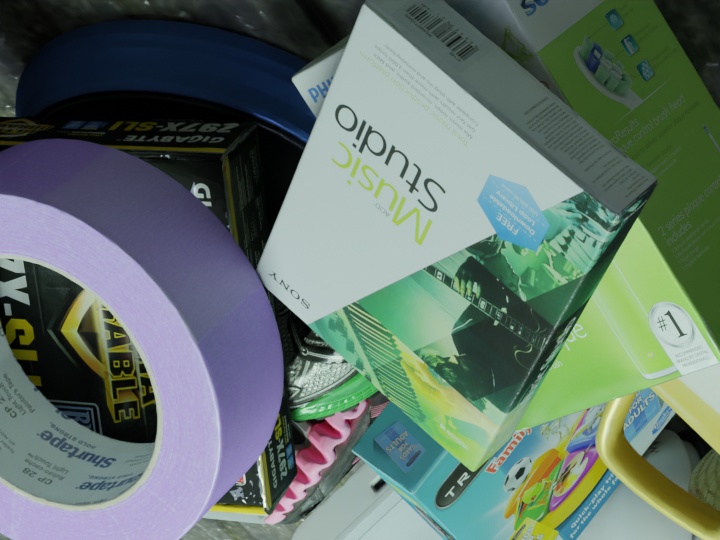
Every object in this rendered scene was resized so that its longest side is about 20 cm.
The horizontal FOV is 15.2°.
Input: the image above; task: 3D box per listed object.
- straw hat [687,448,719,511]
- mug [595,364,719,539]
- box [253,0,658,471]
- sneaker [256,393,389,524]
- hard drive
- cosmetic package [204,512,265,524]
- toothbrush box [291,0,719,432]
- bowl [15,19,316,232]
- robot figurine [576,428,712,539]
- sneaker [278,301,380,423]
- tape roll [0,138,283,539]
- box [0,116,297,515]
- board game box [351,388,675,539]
[{"bbox_3d":[0.267,0.064,1.441,0.201,0.201,0.085,-3,111,27],"label":"straw hat"},{"bbox_3d":[0.186,0.036,1.328,0.153,0.187,0.149,35,-177,13],"label":"mug"},{"bbox_3d":[0.036,-0.017,1.193,0.144,0.036,0.200,41,143,14],"label":"box"},{"bbox_3d":[0.010,0.067,1.509,0.095,0.079,0.200,16,119,-39],"label":"sneaker"},{"bbox_3d":[0.048,0.128,1.576,0.027,0.132,0.200,49,-171,21],"label":"hard drive"},{"bbox_3d":[-0.114,0.080,1.540,0.200,0.102,0.071,11,-154,-50],"label":"cosmetic package"},{"bbox_3d":[0.086,-0.044,1.220,0.146,0.086,0.200,-23,101,49],"label":"toothbrush box"},{"bbox_3d":[-0.085,-0.059,1.414,0.200,0.039,0.201,10,153,5],"label":"bowl"},{"bbox_3d":[0.225,0.161,1.595,0.200,0.125,0.150,7,159,-13],"label":"robot figurine"},{"bbox_3d":[0.000,0.000,1.383,0.200,0.078,0.085,-44,142,21],"label":"sneaker"},{"bbox_3d":[-0.138,0.040,1.304,0.200,0.066,0.200,15,122,24],"label":"tape roll"},{"bbox_3d":[-0.122,0.022,1.373,0.159,0.049,0.200,4,115,20],"label":"box"},{"bbox_3d":[0.091,0.084,1.470,0.047,0.151,0.200,35,173,30],"label":"board game box"}]
